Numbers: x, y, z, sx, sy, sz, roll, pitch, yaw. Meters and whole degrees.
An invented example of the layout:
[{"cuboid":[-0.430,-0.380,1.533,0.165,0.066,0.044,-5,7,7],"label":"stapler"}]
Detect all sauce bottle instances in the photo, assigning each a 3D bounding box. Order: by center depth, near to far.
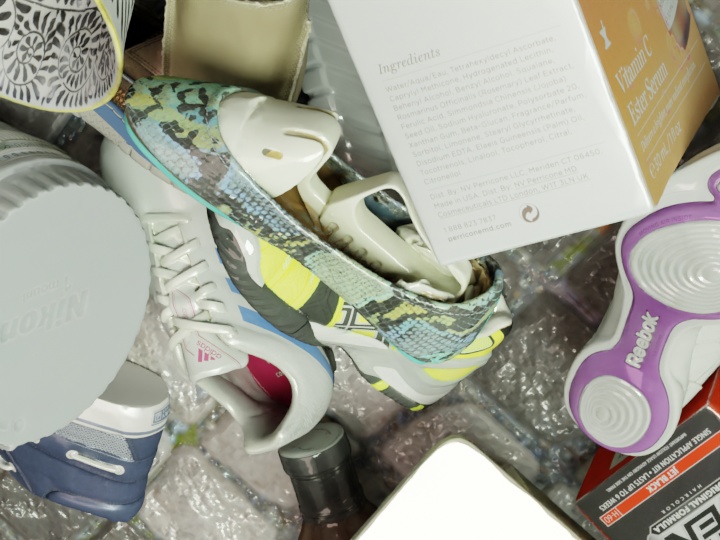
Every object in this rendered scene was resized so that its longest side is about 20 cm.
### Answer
[{"cuboid":[0.001,0.184,1.015,0.065,0.065,0.201,-6,112,25],"label":"sauce bottle"}]

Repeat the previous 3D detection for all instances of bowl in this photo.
[{"cuboid":[-0.176,-0.177,0.833,0.200,0.094,0.201,26,156,13],"label":"bowl"}]

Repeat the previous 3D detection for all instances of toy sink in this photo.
[{"cuboid":[0.078,0.189,0.932,0.200,0.112,0.130,40,92,-4],"label":"toy sink"}]

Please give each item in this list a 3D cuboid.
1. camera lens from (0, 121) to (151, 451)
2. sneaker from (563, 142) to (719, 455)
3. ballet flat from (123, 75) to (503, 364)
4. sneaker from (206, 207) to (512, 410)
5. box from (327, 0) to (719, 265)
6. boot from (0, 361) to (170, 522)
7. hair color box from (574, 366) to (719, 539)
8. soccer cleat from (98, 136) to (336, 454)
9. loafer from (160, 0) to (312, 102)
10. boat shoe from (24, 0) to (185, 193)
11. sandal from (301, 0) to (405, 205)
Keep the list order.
[{"cuboid":[-0.232,-0.011,0.932,0.200,0.160,0.160,24,124,33],"label":"camera lens"},{"cuboid":[0.158,-0.001,0.824,0.075,0.100,0.200,35,137,9],"label":"sneaker"},{"cuboid":[-0.014,-0.037,0.798,0.200,0.074,0.074,36,125,-16],"label":"ballet flat"},{"cuboid":[0.000,0.000,0.884,0.076,0.076,0.200,-36,139,21],"label":"sneaker"},{"cuboid":[0.067,-0.130,0.773,0.106,0.152,0.200,-14,110,29],"label":"box"},{"cuboid":[-0.216,0.082,1.048,0.200,0.073,0.091,21,116,11],"label":"boot"},{"cuboid":[0.220,0.151,0.906,0.200,0.061,0.102,44,123,-4],"label":"hair color box"},{"cuboid":[-0.083,0.010,0.947,0.070,0.086,0.200,-29,101,32],"label":"soccer cleat"},{"cuboid":[-0.057,-0.129,0.817,0.076,0.067,0.200,16,118,4],"label":"loafer"},{"cuboid":[-0.099,-0.098,0.908,0.200,0.072,0.073,28,121,8],"label":"boat shoe"},{"cuboid":[0.002,-0.125,0.867,0.082,0.050,0.203,7,114,38],"label":"sandal"}]
